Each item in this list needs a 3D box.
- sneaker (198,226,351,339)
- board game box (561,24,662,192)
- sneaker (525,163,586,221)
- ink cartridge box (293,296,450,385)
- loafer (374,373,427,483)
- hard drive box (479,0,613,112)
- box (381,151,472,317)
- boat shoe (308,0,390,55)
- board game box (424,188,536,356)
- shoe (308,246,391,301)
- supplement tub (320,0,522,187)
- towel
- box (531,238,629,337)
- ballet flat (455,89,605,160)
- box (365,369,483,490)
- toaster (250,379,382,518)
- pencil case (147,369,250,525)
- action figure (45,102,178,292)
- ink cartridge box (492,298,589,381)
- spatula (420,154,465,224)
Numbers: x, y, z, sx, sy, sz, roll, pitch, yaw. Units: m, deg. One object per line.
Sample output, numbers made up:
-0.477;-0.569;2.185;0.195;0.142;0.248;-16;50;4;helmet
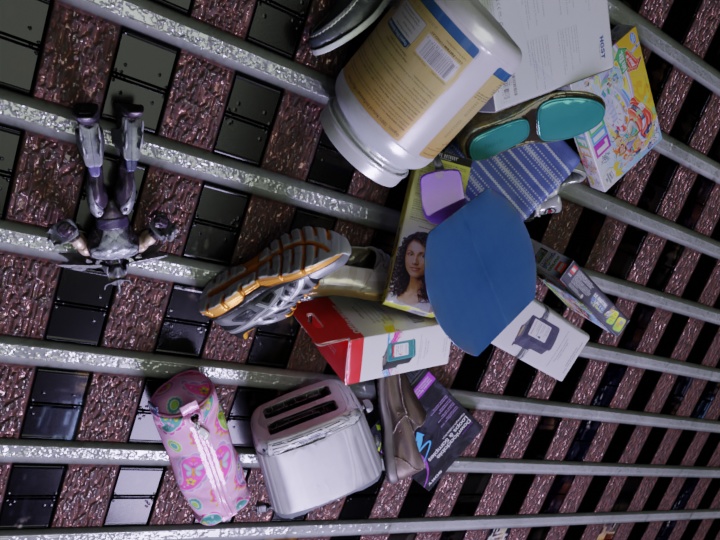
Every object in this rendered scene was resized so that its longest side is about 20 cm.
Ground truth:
-0.094;0.016;0.760;0.197;0.079;0.078;-24;125;17;sneaker
0.378;-0.240;0.964;0.134;0.034;0.201;-41;125;-7;board game box
0.234;-0.104;0.901;0.199;0.089;0.074;-39;152;-6;sneaker
0.010;0.084;0.848;0.196;0.116;0.069;-7;116;-26;ink cartridge box
0.059;0.200;0.924;0.069;0.073;0.205;-6;95;-2;loafer
0.213;-0.304;0.802;0.197;0.077;0.159;-22;112;-19;hard drive box
0.084;-0.049;0.811;0.074;0.050;0.205;13;81;-4;box
0.010;-0.317;0.700;0.200;0.075;0.061;-47;123;-13;boat shoe
0.138;0.000;0.784;0.199;0.039;0.160;-36;107;-34;board game box
0.000;0.000;0.833;0.196;0.070;0.054;0;120;-27;shoe
0.061;-0.207;0.701;0.143;0.146;0.200;26;121;-35;supplement tub
0.185;-0.134;0.866;0.200;0.024;0.145;-44;90;-4;towel
0.334;0.025;1.011;0.199;0.110;0.035;36;93;-35;box
0.216;-0.197;0.829;0.196;0.071;0.072;-17;120;-3;ballet flat
0.099;0.252;1.023;0.143;0.036;0.200;-47;126;-3;box
-0.070;0.241;0.875;0.196;0.114;0.132;-18;116;-11;toaster
-0.201;0.227;0.812;0.086;0.087;0.204;-21;121;-20;pencil case
-0.258;-0.067;0.659;0.128;0.069;0.204;-12;121;-35;action figure
0.216;0.064;0.939;0.198;0.145;0.085;29;97;-35;ink cartridge box
0.088;-0.158;0.790;0.055;0.021;0.205;-10;82;-8;spatula
